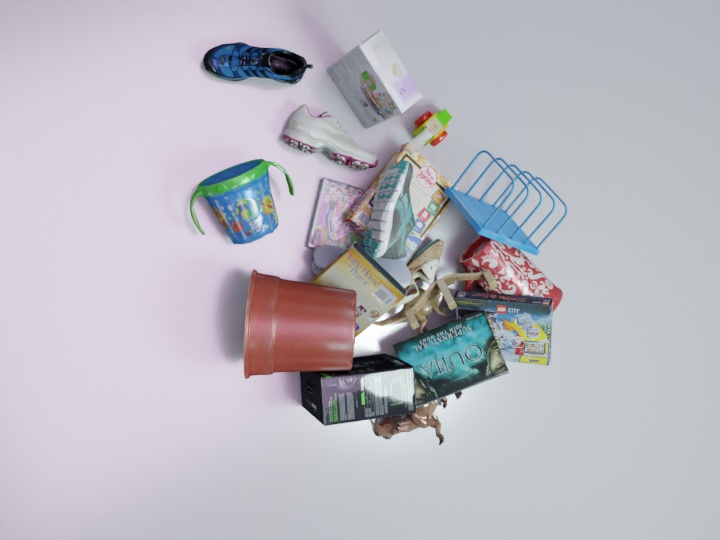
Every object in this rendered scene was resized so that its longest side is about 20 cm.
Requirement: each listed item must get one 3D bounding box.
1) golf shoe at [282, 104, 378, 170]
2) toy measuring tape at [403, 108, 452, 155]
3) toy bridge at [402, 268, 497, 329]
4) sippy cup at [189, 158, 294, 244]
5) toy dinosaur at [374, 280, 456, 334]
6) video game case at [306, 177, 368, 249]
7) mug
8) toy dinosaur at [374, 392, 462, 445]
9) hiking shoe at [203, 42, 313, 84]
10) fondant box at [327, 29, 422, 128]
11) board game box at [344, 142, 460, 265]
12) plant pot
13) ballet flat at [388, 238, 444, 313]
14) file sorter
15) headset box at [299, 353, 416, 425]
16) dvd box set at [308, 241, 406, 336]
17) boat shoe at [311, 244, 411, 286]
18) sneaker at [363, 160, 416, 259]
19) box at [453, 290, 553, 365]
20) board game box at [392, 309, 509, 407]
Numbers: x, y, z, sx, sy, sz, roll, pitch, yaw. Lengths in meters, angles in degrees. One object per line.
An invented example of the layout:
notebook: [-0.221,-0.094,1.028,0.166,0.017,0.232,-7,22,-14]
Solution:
golf shoe: [-0.050,-0.262,1.517,0.199,0.075,0.092,18,83,-19]
toy measuring tape: [0.126,-0.271,1.555,0.074,0.073,0.200,55,45,-12]
toy bridge: [0.174,0.048,1.558,0.199,0.067,0.027,-27,145,4]
sippy cup: [-0.218,-0.124,1.441,0.177,0.140,0.131,-14,111,21]
toy dinosaur: [0.124,0.091,1.605,0.199,0.058,0.101,-32,84,-7]
video game case: [0.000,-0.094,1.566,0.199,0.018,0.144,14,87,-19]
mug: [0.298,0.031,1.614,0.178,0.133,0.200,-46,101,-14]
toy dinosaur: [0.122,0.271,1.588,0.135,0.086,0.201,28,77,-10]
hiking shoe: [-0.196,-0.400,1.455,0.199,0.087,0.075,-2,92,-18]
fondant box: [0.023,-0.360,1.470,0.058,0.200,0.145,-38,103,-14]
board game box: [0.087,-0.133,1.560,0.151,0.046,0.200,41,80,-16]
plant pot: [-0.108,0.104,1.416,0.194,0.201,0.202,3,91,-3]
ballet flat: [0.110,0.017,1.577,0.200,0.071,0.065,-41,66,-6]
file sorter: [0.300,-0.138,1.547,0.199,0.139,0.123,16,122,-42]
headset box: [-0.016,0.228,1.490,0.199,0.174,0.094,-5,94,-17]
dvd box set: [-0.030,0.056,1.497,0.146,0.029,0.200,42,115,-14]
boat shoe: [0.000,0.000,1.533,0.199,0.065,0.074,16,54,-3]
sneaker: [0.073,-0.113,1.504,0.091,0.077,0.201,17,90,-33]
box: [0.292,0.118,1.581,0.199,0.038,0.138,5,114,18]
board game box: [0.180,0.178,1.539,0.199,0.028,0.136,-22,75,5]
